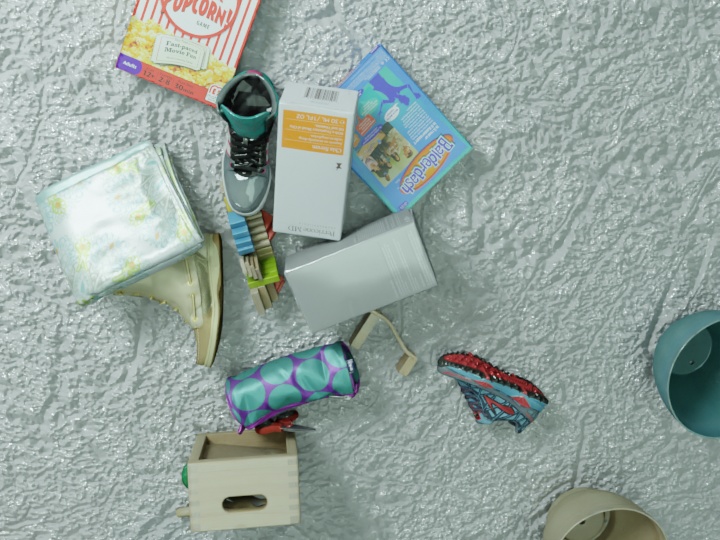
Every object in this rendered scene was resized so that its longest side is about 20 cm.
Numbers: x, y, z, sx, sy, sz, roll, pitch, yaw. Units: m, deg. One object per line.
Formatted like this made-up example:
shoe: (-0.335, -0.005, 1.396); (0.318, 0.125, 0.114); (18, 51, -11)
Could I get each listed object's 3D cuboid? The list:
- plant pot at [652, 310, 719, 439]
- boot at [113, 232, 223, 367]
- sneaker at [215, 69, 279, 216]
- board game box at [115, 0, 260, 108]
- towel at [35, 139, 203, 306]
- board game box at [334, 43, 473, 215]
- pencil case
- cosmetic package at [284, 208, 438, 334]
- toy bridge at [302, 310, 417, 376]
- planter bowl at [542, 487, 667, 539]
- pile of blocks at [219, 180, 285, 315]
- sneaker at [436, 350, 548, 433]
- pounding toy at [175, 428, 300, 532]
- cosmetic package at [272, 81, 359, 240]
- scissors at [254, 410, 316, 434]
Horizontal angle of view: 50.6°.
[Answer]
plant pot: (0.549, 0.146, 1.211); (0.199, 0.135, 0.201); (-2, 106, -7)
boot: (-0.279, 0.043, 1.110); (0.155, 0.073, 0.201); (1, 104, -8)
sneaker: (-0.150, -0.177, 1.015); (0.083, 0.121, 0.201); (4, 88, -1)
board game box: (-0.223, -0.339, 1.025); (0.151, 0.046, 0.201); (19, 102, -12)
towel: (-0.330, -0.069, 1.049); (0.199, 0.048, 0.172); (-26, 77, 1)
board game box: (0.040, -0.198, 1.098); (0.152, 0.045, 0.200); (-43, 106, 6)
pencil case: (-0.102, 0.176, 1.162); (0.199, 0.085, 0.093); (-18, 68, -1)
cosmetic package: (0.000, 0.000, 1.093); (0.199, 0.090, 0.107); (-19, 108, 6)
toy bridge: (0.006, 0.089, 1.183); (0.200, 0.027, 0.067); (31, 98, -14)
planter bowl: (0.390, 0.451, 1.277); (0.199, 0.135, 0.201); (-2, 105, -7)
pile of blocks: (-0.146, -0.038, 1.100); (0.062, 0.082, 0.201); (-16, 106, -2)
sneaker: (0.201, 0.203, 1.213); (0.199, 0.079, 0.096); (26, 103, -13)
pounding toy: (-0.194, 0.330, 1.159); (0.199, 0.184, 0.143); (-3, 94, -7)
cosmetic package: (-0.063, -0.147, 1.045); (0.101, 0.071, 0.201); (7, 127, 1)
scissors: (-0.114, 0.236, 1.127); (0.073, 0.200, 0.014); (-18, 93, -14)
